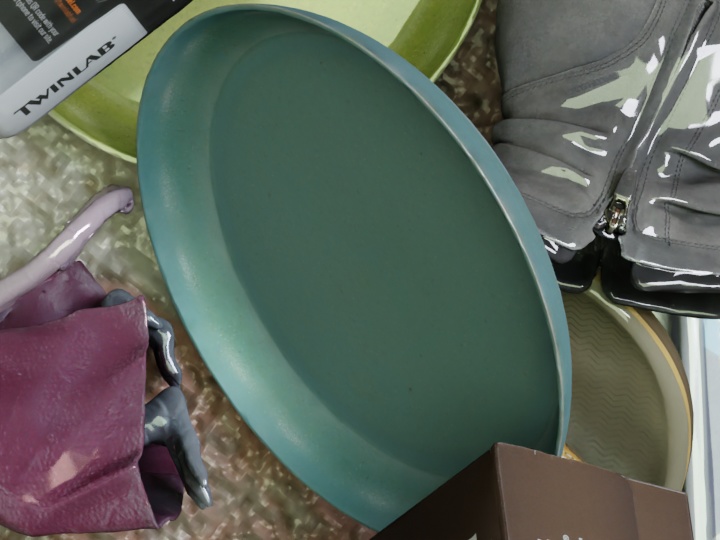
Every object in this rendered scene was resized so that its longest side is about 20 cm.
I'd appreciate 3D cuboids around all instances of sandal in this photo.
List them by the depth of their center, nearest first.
[{"bbox_3d":[0.066,0.093,0.877,0.080,0.054,0.201,15,113,17],"label":"sandal"}]

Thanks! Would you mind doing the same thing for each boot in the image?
[{"bbox_3d":[0.135,-0.043,0.847,0.198,0.070,0.133,4,68,2],"label":"boot"}]

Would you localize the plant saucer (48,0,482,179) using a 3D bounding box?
[{"bbox_3d":[-0.049,-0.134,0.911,0.198,0.031,0.202,0,92,-2],"label":"plant saucer"}]

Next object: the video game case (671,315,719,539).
[{"bbox_3d":[0.202,0.044,0.892,0.181,0.023,0.202,-2,90,-3],"label":"video game case"}]

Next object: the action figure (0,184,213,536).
[{"bbox_3d":[-0.156,0.061,0.859,0.199,0.134,0.150,-13,91,-5],"label":"action figure"}]

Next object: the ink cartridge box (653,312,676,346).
[{"bbox_3d":[0.143,0.065,0.919,0.119,0.042,0.200,-40,90,-2],"label":"ink cartridge box"}]

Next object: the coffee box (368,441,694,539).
[{"bbox_3d":[0.023,0.153,0.819,0.079,0.200,0.114,16,52,-29],"label":"coffee box"}]

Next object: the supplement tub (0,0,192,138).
[{"bbox_3d":[-0.080,-0.148,0.834,0.200,0.123,0.123,-37,92,0],"label":"supplement tub"}]

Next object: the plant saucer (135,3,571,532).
[{"bbox_3d":[0.000,0.000,0.840,0.027,0.200,0.201,-32,92,-34],"label":"plant saucer"}]
